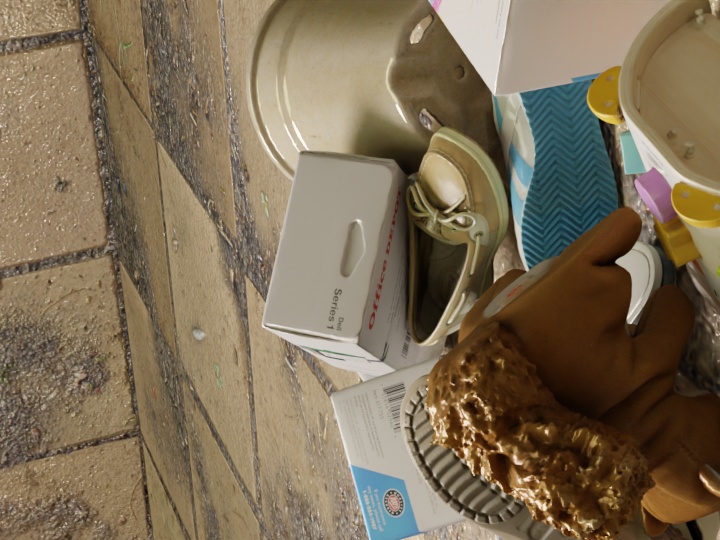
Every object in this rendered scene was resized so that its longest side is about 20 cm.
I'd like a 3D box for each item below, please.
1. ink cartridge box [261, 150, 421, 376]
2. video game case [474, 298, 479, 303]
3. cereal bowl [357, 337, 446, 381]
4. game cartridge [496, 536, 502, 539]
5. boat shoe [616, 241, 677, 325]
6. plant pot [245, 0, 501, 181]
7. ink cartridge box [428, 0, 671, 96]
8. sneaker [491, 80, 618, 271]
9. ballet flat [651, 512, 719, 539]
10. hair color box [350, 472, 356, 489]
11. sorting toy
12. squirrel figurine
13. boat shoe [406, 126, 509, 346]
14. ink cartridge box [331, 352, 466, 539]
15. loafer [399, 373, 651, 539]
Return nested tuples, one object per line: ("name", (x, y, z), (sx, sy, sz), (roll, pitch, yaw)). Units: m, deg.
("ink cartridge box", (0.000, 0.000, 1.198), (0.200, 0.084, 0.147), (40, -120, -70))
("video game case", (0.134, 0.119, 1.188), (0.200, 0.036, 0.182), (56, -163, -79))
("cereal bowl", (0.035, 0.016, 1.453), (0.200, 0.083, 0.201), (167, 90, -71))
("game cartridge", (0.133, 0.233, 1.172), (0.200, 0.040, 0.134), (-95, -10, -77))
("boat shoe", (0.188, 0.037, 1.054), (0.200, 0.061, 0.073), (116, 155, -60))
("plant pot", (0.036, -0.155, 1.209), (0.183, 0.200, 0.202), (7, 109, 59))
("ink cartridge box", (0.112, -0.233, 0.986), (0.126, 0.128, 0.200), (96, 155, -44))
("sneaker", (0.141, -0.084, 1.102), (0.081, 0.076, 0.201), (-143, 47, -80))
("ballet flat", (0.214, 0.155, 1.038), (0.067, 0.068, 0.200), (-57, 26, 25))
("hair color box", (0.060, 0.178, 1.458), (0.200, 0.101, 0.061), (111, 142, -58))
("sorting toy", (0.220, -0.033, 0.889), (0.200, 0.106, 0.180), (60, 174, 43))
("squirrel figurine", (0.143, 0.094, 0.901), (0.187, 0.200, 0.141), (51, 138, -5))
("boat shoe", (0.065, -0.021, 1.138), (0.073, 0.063, 0.201), (34, 147, 23))
("ink cartridge box", (0.092, 0.113, 1.061), (0.068, 0.199, 0.117), (14, -122, -69))
("loafer", (0.111, 0.139, 0.974), (0.200, 0.068, 0.076), (42, 118, 2))
